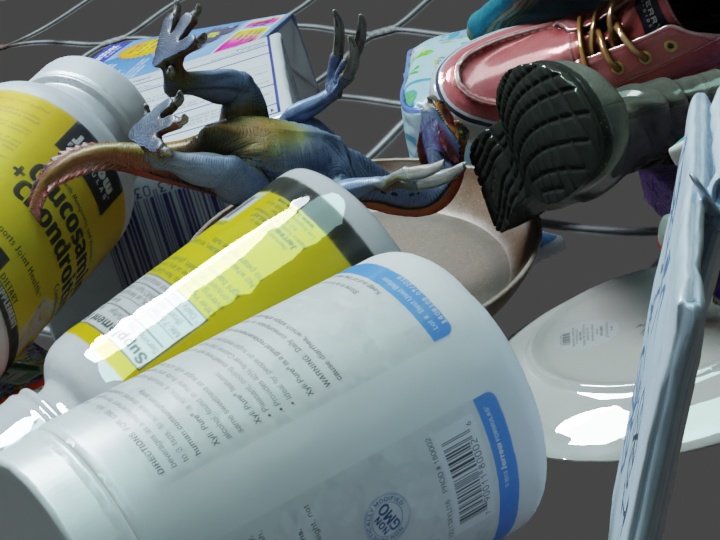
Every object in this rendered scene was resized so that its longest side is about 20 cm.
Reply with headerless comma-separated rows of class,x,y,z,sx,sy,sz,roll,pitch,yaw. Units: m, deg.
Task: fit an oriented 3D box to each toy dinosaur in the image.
toy dinosaur,-0.035,-0.066,1.072,0.199,0.181,0.106,-21,54,35

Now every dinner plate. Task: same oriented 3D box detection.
dinner plate,0.146,0.033,0.999,0.199,0.024,0.200,-16,20,6

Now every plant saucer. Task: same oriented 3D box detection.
plant saucer,0.000,0.000,1.125,0.198,0.032,0.201,-7,30,4

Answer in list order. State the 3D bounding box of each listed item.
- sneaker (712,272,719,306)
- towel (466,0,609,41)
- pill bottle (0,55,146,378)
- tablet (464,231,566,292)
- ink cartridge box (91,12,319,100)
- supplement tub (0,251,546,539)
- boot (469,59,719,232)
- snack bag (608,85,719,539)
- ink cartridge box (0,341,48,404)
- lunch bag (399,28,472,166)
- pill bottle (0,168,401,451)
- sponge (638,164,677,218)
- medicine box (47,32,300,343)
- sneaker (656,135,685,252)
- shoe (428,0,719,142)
sneaker,0.239,-0.003,0.814,0.198,0.070,0.100,6,-12,-6
towel,0.162,-0.170,1.142,0.146,0.022,0.200,-10,-10,-29
pill bottle,-0.190,-0.030,1.113,0.111,0.113,0.200,-4,33,31
tablet,0.004,0.017,1.163,0.199,0.014,0.130,-27,23,-28
ink cartridge box,-0.150,-0.123,1.558,0.199,0.077,0.137,-9,22,25
supplement tub,-0.037,0.088,0.843,0.199,0.133,0.132,-26,22,-25
boot,0.134,-0.078,1.043,0.130,0.068,0.200,-19,-5,-10
snack bag,0.112,0.049,0.765,0.021,0.190,0.200,11,25,6
ink cartridge box,-0.189,0.090,1.073,0.108,0.051,0.200,-25,21,-22
lunch bag,0.108,-0.104,1.278,0.159,0.083,0.200,-13,16,7
pill bottle,-0.072,0.053,0.960,0.200,0.115,0.114,-37,26,-18
sponge,0.216,-0.045,1.097,0.111,0.030,0.200,-15,13,1
medicine box,-0.118,-0.056,1.318,0.181,0.104,0.200,-16,20,1
sneaker,0.186,-0.001,0.942,0.093,0.070,0.201,-23,45,23
shoe,0.137,-0.124,1.127,0.198,0.072,0.091,-9,-24,-12
